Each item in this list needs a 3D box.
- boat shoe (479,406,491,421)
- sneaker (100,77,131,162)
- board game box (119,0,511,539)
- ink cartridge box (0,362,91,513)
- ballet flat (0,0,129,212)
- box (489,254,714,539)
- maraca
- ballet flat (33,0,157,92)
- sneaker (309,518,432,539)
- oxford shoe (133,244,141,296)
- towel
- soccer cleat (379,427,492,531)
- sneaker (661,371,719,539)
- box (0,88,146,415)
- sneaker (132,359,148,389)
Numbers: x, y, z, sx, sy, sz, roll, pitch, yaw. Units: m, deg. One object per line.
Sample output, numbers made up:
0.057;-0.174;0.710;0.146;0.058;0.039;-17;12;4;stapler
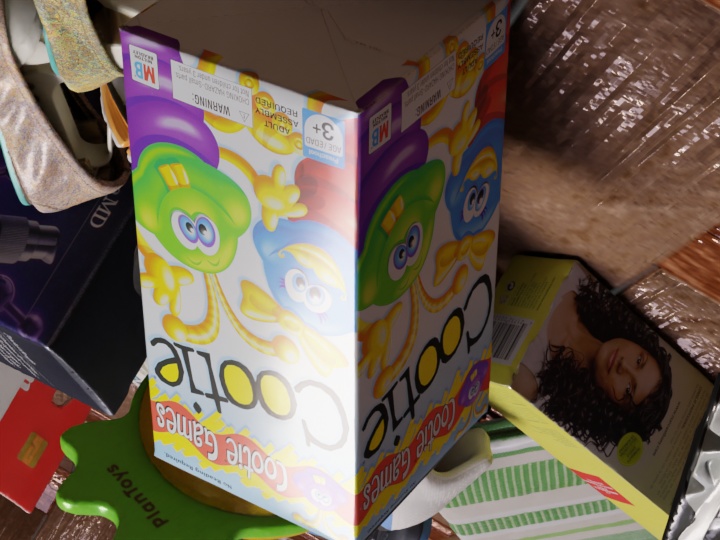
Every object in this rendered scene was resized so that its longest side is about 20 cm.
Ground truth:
0.057;0.056;1.078;0.056;0.069;0.200;-15;166;5;boat shoe
-0.038;-0.052;0.894;0.200;0.077;0.078;39;-160;20;sneaker
-0.015;-0.012;0.741;0.105;0.103;0.201;21;132;26;board game box
-0.209;0.033;1.229;0.045;0.201;0.176;10;156;47;ink cartridge box
-0.157;-0.105;0.947;0.067;0.068;0.200;-3;145;10;ballet flat
0.137;0.076;0.974;0.200;0.075;0.050;38;163;-32;box
-0.062;0.088;1.006;0.137;0.200;0.107;39;140;29;maraca
-0.105;-0.122;0.805;0.070;0.071;0.200;26;165;12;ballet flat
0.009;0.130;1.119;0.078;0.066;0.200;13;176;-22;sneaker
-0.078;-0.024;1.001;0.072;0.085;0.200;-7;174;4;oxford shoe
0.119;0.124;1.123;0.152;0.023;0.200;-13;152;13;towel
-0.012;0.041;0.914;0.200;0.086;0.070;50;-160;-30;soccer cleat
0.189;0.096;0.877;0.088;0.074;0.200;18;144;7;sneaker
-0.195;-0.033;1.092;0.199;0.148;0.104;22;162;23;box
-0.130;0.043;1.154;0.200;0.078;0.087;37;151;29;sneaker
